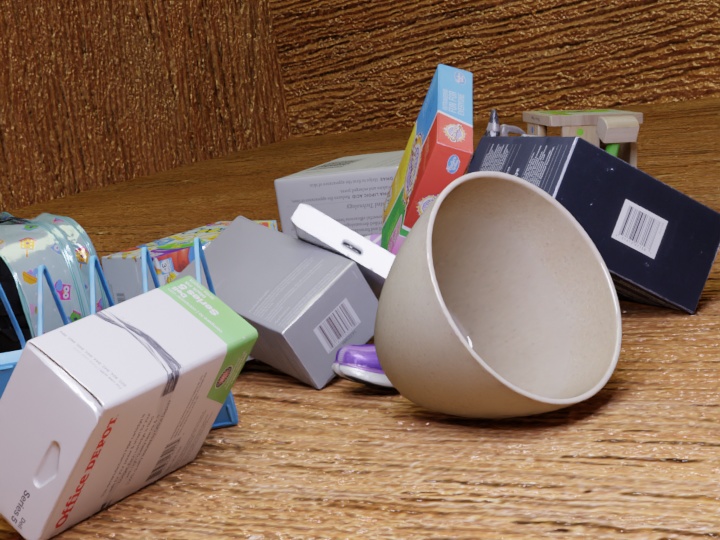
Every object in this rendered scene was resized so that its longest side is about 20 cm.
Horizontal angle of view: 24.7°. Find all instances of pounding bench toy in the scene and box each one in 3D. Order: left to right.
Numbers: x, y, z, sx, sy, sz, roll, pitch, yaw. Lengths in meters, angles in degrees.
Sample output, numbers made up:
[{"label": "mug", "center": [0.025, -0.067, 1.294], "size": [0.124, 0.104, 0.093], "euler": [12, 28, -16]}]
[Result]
[{"label": "pounding bench toy", "center": [0.292, -0.121, 2.085], "size": [0.123, 0.157, 0.200], "euler": [-3, 8, -11]}]

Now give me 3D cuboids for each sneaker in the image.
[{"label": "sneaker", "center": [0.061, 0.056, 1.514], "size": [0.199, 0.084, 0.081], "euler": [-15, 11, -26]}]

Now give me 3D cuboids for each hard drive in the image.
[{"label": "hard drive", "center": [0.000, 0.000, 1.640], "size": [0.132, 0.026, 0.200], "euler": [31, -10, 10]}]

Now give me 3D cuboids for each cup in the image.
[{"label": "cup", "center": [0.093, 0.041, 1.341], "size": [0.200, 0.201, 0.143], "euler": [-19, -13, -43]}]

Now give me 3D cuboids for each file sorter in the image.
[{"label": "file sorter", "center": [-0.221, 0.065, 1.445], "size": [0.199, 0.139, 0.123], "euler": [-10, 49, 0]}]

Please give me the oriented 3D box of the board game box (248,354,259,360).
[{"label": "board game box", "center": [-0.156, 0.089, 1.715], "size": [0.199, 0.026, 0.200], "euler": [-14, 11, -25]}]

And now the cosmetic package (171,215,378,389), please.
[{"label": "cosmetic package", "center": [-0.081, 0.028, 1.603], "size": [0.107, 0.090, 0.200], "euler": [-44, 35, -18]}]

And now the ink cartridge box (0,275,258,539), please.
[{"label": "ink cartridge box", "center": [-0.188, 0.104, 1.261], "size": [0.084, 0.146, 0.200], "euler": [39, 29, 17]}]

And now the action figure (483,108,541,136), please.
[{"label": "action figure", "center": [0.148, -0.105, 2.109], "size": [0.104, 0.194, 0.200], "euler": [30, 4, -28]}]

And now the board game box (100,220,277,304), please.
[{"label": "board game box", "center": [-0.196, 0.010, 1.981], "size": [0.103, 0.105, 0.200], "euler": [0, 14, 43]}]

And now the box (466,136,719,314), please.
[{"label": "box", "center": [0.222, -0.048, 1.626], "size": [0.199, 0.105, 0.182], "euler": [25, -7, -26]}]

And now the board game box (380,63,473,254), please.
[{"label": "board game box", "center": [0.070, -0.097, 1.766], "size": [0.040, 0.201, 0.153], "euler": [15, 37, -8]}]

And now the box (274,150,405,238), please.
[{"label": "box", "center": [0.018, -0.086, 2.251], "size": [0.199, 0.131, 0.199], "euler": [-4, 11, 28]}]

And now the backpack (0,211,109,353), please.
[{"label": "backpack", "center": [-0.376, 0.023, 1.882], "size": [0.153, 0.177, 0.200], "euler": [-18, 16, -25]}]

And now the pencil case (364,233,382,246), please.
[{"label": "pencil case", "center": [0.076, -0.005, 1.875], "size": [0.199, 0.084, 0.085], "euler": [-2, -26, 30]}]
